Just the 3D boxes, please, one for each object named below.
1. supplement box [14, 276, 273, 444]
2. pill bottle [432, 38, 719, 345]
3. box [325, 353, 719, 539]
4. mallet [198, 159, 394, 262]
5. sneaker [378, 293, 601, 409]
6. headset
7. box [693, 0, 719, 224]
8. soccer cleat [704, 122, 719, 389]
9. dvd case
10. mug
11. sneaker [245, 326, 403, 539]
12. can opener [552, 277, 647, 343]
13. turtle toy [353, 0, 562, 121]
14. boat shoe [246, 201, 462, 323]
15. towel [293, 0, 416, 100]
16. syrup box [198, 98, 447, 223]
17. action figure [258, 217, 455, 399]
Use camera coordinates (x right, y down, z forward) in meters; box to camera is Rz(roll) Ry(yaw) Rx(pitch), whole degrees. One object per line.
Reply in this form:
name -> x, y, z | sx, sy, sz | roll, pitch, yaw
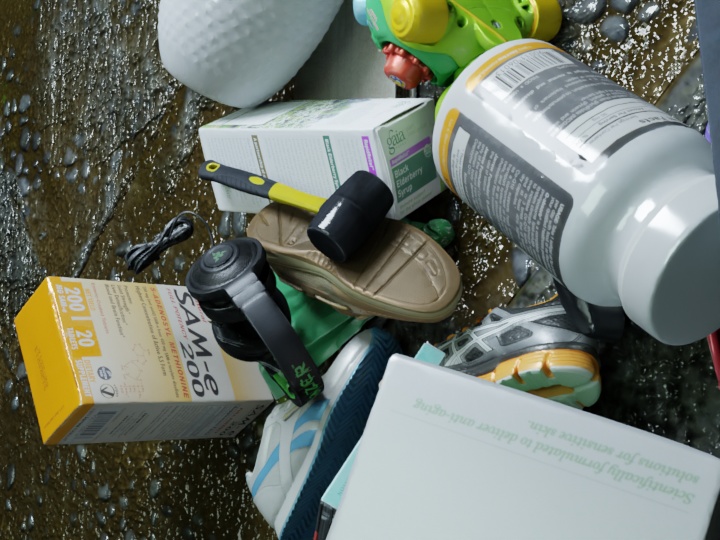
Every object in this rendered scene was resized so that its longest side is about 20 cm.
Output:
supplement box -> -0.189, 0.080, 0.945 | 0.074, 0.199, 0.127 | -43, 58, 34
pill bottle -> 0.140, -0.050, 0.633 | 0.200, 0.116, 0.117 | 47, 115, 43
box -> 0.094, 0.180, 0.624 | 0.198, 0.171, 0.201 | 17, 83, 23
mallet -> -0.055, -0.067, 0.835 | 0.066, 0.041, 0.200 | -44, 42, -16
sneaker -> 0.095, 0.067, 0.776 | 0.199, 0.078, 0.078 | -16, 48, 44
headset -> -0.105, 0.030, 0.834 | 0.094, 0.124, 0.200 | -33, 59, -11
box -> 0.272, -0.086, 0.538 | 0.124, 0.196, 0.201 | -13, 74, 41
soccer cleat -> 0.236, -0.016, 0.645 | 0.068, 0.073, 0.201 | -11, 76, 43
dvd case -> 0.006, 0.162, 0.738 | 0.022, 0.146, 0.201 | 26, 138, 14
mug -> -0.095, -0.246, 0.915 | 0.176, 0.147, 0.200 | -61, 18, 20
sneaker -> -0.035, 0.127, 0.879 | 0.081, 0.076, 0.201 | 42, 110, 39
can opener -> 0.165, -0.045, 0.728 | 0.063, 0.078, 0.201 | -37, 51, 42
turtle toy -> 0.068, -0.176, 0.798 | 0.201, 0.145, 0.101 | 65, 145, 27
boat shoe -> 0.000, 0.000, 0.817 | 0.199, 0.065, 0.071 | 24, 60, 38
towel -> -0.007, -0.206, 0.933 | 0.132, 0.034, 0.201 | -4, 82, 44
syrup box -> -0.033, -0.093, 0.879 | 0.199, 0.079, 0.082 | 7, 120, 39
action figure -> -0.004, 0.013, 0.882 | 0.200, 0.055, 0.119 | -32, 61, 28
